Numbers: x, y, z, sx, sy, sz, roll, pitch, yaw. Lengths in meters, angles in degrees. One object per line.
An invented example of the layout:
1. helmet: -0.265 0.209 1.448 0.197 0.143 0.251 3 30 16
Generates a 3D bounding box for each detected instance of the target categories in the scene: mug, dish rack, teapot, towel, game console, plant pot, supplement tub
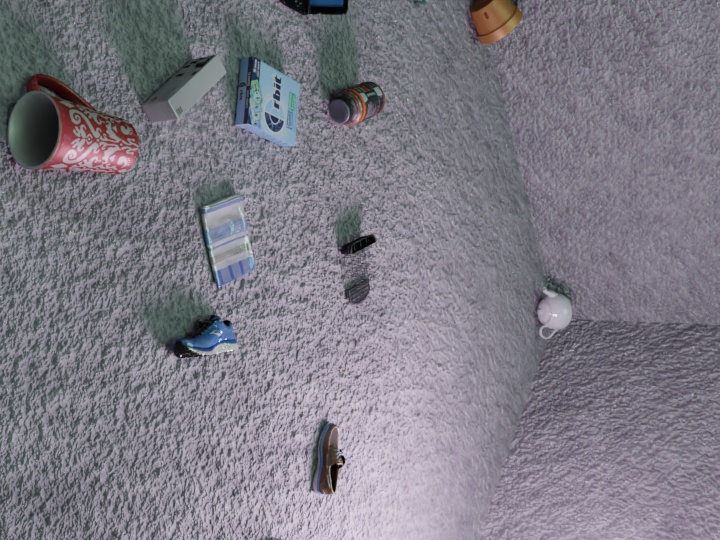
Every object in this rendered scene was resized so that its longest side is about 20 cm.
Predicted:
1. mug: -0.511 -0.261 1.376 0.200 0.133 0.179 1 91 -62
2. dish rack: 0.000 0.000 2.305 0.153 0.054 0.201 -29 115 -55
3. teapot: 0.965 0.214 3.843 0.145 0.198 0.201 -3 55 -24
4. towel: -0.314 -0.075 1.808 0.147 0.024 0.201 -30 116 -55
5. game console: -0.125 -0.800 2.027 0.176 0.116 0.201 1 89 -59
6. plant pot: 0.541 -1.045 3.090 0.140 0.199 0.201 48 48 -27
7. supplement tub: -0.014 -0.487 2.225 0.200 0.106 0.108 -39 123 -53

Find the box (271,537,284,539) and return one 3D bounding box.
1. box: -0.235 0.791 1.912 0.200 0.060 0.117 -44 127 -51

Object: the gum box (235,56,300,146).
1. gum box: -0.232 -0.423 1.919 0.200 0.044 0.171 14 79 -59

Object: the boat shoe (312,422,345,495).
1. boat shoe: -0.079 0.538 2.159 0.072 0.072 0.201 26 68 -57

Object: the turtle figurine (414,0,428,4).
1. turtle figurine: 0.218 -1.032 2.618 0.149 0.100 0.201 -3 109 -45

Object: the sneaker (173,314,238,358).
1. sneaker: -0.353 0.148 1.707 0.200 0.078 0.090 -6 88 -67

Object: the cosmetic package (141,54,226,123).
1. cosmetic package: -0.380 -0.395 1.638 0.200 0.082 0.051 -60 136 -40
